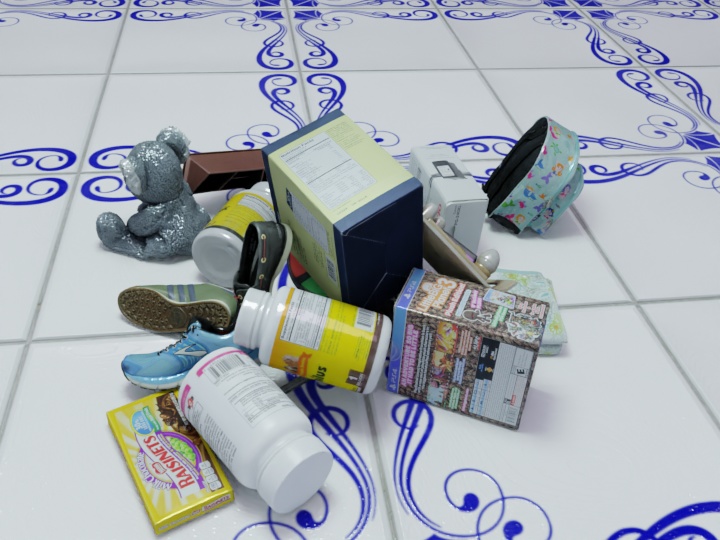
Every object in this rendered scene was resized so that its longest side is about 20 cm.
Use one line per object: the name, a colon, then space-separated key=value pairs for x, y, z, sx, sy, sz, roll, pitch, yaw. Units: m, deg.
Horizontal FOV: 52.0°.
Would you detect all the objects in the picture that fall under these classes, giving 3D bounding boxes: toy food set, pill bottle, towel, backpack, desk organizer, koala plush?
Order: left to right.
koala plush: x=-0.350 y=-0.138 z=1.281 sx=0.182 sy=0.202 sz=0.177 roll=20 pitch=40 yaw=20
desk organizer: x=-0.238 y=-0.181 z=1.414 sx=0.077 sy=0.072 sz=0.199 roll=37 pitch=33 yaw=31
pill bottle: x=-0.199 y=-0.070 z=1.281 sx=0.110 sy=0.112 sz=0.201 roll=14 pitch=38 yaw=13
pill bottle: x=-0.132 y=0.199 z=0.931 sx=0.113 sy=0.114 sz=0.200 roll=-26 pitch=51 yaw=-33
pill bottle: x=-0.064 y=0.088 z=0.990 sx=0.198 sy=0.110 sz=0.110 roll=17 pitch=38 yaw=-2
toy food set: x=0.132 y=-0.044 z=1.089 sx=0.060 sy=0.200 sz=0.143 roll=-46 pitch=11 yaw=-10
towel: x=0.225 y=0.060 z=1.198 sx=0.197 sy=0.049 sz=0.172 roll=3 pitch=37 yaw=-1
backpack: x=0.335 y=-0.180 z=1.396 sx=0.149 sy=0.201 sz=0.178 roll=24 pitch=37 yaw=-5

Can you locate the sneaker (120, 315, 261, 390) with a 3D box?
sneaker: x=-0.239 y=0.107 z=1.042 sx=0.198 sy=0.091 sz=0.078 roll=-11 pitch=16 yaw=-6

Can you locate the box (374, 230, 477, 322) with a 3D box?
box: x=0.073 y=0.004 z=1.190 sx=0.143 sy=0.036 sz=0.200 roll=39 pitch=68 yaw=17

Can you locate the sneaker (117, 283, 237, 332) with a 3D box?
sneaker: x=-0.273 y=0.054 z=1.161 sx=0.198 sy=0.068 sz=0.090 roll=6 pitch=15 yaw=19

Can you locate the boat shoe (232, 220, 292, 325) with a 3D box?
boat shoe: x=-0.159 y=0.023 z=1.073 sx=0.063 sy=0.203 sz=0.074 roll=6 pitch=20 yaw=-37

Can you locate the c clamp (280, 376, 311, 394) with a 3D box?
c clamp: x=-0.104 y=0.148 z=1.073 sx=0.198 sy=0.027 sz=0.171 roll=-22 pitch=43 yaw=-28

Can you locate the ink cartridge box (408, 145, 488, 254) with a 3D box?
ink cartridge box: x=0.149 y=-0.115 z=1.338 sx=0.082 sy=0.147 sz=0.201 roll=-5 pitch=38 yaw=-14

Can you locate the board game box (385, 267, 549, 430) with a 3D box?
board game box: x=0.147 y=0.109 z=1.037 sx=0.198 sy=0.161 sz=0.097 roll=15 pitch=38 yaw=14

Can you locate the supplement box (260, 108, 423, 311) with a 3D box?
supplement box: x=-0.022 y=-0.078 z=1.047 sx=0.133 sy=0.201 sz=0.200 roll=-30 pitch=56 yaw=-19

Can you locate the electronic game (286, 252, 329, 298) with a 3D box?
electronic game: x=-0.019 y=-0.028 z=1.163 sx=0.197 sy=0.042 sz=0.202 roll=-5 pitch=51 yaw=6

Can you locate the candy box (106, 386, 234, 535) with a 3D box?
candy box: x=-0.248 y=0.236 z=0.949 sx=0.101 sy=0.027 sz=0.200 roll=-20 pitch=43 yaw=-25
